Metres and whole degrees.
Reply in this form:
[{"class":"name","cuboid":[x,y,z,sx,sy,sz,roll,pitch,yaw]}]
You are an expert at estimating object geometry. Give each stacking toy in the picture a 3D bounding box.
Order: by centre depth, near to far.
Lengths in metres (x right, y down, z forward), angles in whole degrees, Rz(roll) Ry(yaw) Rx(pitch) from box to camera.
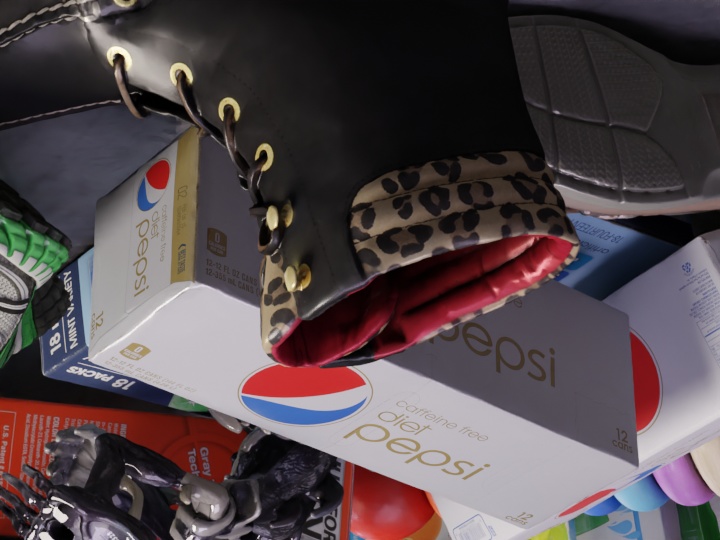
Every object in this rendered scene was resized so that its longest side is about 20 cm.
[{"class":"stacking toy","cuboid":[0.079,0.082,1.131,0.200,0.086,0.085,-16,152,22]}]

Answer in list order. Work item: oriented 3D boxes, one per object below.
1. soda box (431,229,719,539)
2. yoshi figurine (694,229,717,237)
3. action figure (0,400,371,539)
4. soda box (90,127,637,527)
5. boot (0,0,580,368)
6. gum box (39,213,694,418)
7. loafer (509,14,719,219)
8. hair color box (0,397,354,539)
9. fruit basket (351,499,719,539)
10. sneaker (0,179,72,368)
[{"class":"soda box","cuboid":[0.106,0.048,0.999,0.068,0.064,0.200,-16,166,-41]},{"class":"yoshi figurine","cuboid":[0.231,0.012,1.026,0.200,0.113,0.112,3,134,-18]},{"class":"action figure","cuboid":[-0.068,0.070,0.943,0.200,0.102,0.119,-24,151,-53]},{"class":"soda box","cuboid":[0.004,0.023,0.884,0.200,0.068,0.064,23,140,-32]},{"class":"boot","cuboid":[-0.037,-0.043,0.766,0.200,0.151,0.073,-18,157,3]},{"class":"gum box","cuboid":[0.000,0.000,0.982,0.170,0.045,0.200,17,142,-38]},{"class":"loafer","cuboid":[0.100,-0.045,0.910,0.200,0.072,0.063,3,157,-27]},{"class":"hair color box","cuboid":[-0.108,0.097,1.057,0.200,0.061,0.102,6,162,-7]},{"class":"fruit basket","cuboid":[0.074,0.162,1.166,0.200,0.185,0.094,-11,138,9]},{"class":"sneaker","cuboid":[-0.148,0.009,0.855,0.078,0.085,0.200,35,165,10]}]
